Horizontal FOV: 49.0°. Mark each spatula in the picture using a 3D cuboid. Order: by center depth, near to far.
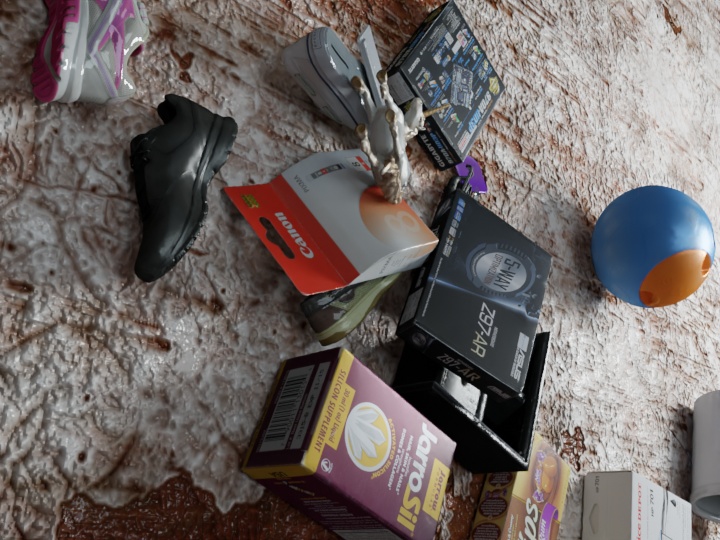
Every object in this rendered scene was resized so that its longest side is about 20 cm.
[{"bbox_3d":[0.163,-0.072,1.131,0.056,0.020,0.205,5,76,-38],"label":"spatula"}]

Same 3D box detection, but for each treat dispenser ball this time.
[{"bbox_3d":[0.487,-0.040,1.324,0.198,0.199,0.206,15,68,-41],"label":"treat dispenser ball"}]

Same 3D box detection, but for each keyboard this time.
[{"bbox_3d":[0.032,-0.202,0.995,0.057,0.010,0.203,-75,151,-57],"label":"keyboard"}]

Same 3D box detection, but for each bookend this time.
[{"bbox_3d":[0.141,0.119,1.004,0.198,0.091,0.203,42,51,-29],"label":"bookend"}]

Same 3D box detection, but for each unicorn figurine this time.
[{"bbox_3d":[0.036,-0.162,0.917,0.138,0.072,0.204,58,40,-52],"label":"unicorn figurine"}]

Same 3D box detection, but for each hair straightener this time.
[{"bbox_3d":[0.126,-0.069,1.051,0.041,0.077,0.202,37,54,-16],"label":"hair straightener"}]

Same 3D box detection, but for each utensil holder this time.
[{"bbox_3d":[0.694,0.343,1.450,0.169,0.168,0.204,36,54,-32],"label":"utensil holder"}]

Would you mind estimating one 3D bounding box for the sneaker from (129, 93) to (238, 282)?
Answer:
[{"bbox_3d":[-0.186,-0.082,0.755,0.090,0.076,0.203,29,52,-25],"label":"sneaker"}]

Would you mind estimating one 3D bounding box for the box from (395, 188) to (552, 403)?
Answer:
[{"bbox_3d":[0.139,0.027,0.936,0.159,0.043,0.203,33,56,-16],"label":"box"}]

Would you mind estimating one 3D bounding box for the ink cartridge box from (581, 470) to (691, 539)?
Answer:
[{"bbox_3d":[0.431,0.410,1.223,0.198,0.085,0.150,32,58,-37],"label":"ink cartridge box"}]

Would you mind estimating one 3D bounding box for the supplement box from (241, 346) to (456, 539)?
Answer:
[{"bbox_3d":[-0.006,0.194,0.826,0.200,0.102,0.133,42,51,-30],"label":"supplement box"}]

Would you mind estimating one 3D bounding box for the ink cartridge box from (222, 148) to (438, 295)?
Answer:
[{"bbox_3d":[-0.028,-0.062,0.864,0.198,0.050,0.163,-11,55,-49],"label":"ink cartridge box"}]

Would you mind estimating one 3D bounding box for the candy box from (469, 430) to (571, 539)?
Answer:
[{"bbox_3d":[0.210,0.322,1.044,0.117,0.056,0.202,45,50,-27],"label":"candy box"}]

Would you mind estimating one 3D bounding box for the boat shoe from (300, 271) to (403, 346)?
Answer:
[{"bbox_3d":[-0.001,0.001,0.908,0.067,0.071,0.202,54,46,-18],"label":"boat shoe"}]

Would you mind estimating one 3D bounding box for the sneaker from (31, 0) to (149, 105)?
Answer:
[{"bbox_3d":[-0.242,-0.240,0.734,0.087,0.080,0.205,15,76,-43],"label":"sneaker"}]

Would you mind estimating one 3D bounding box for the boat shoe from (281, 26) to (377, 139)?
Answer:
[{"bbox_3d":[-0.027,-0.219,0.949,0.200,0.065,0.075,46,41,-55],"label":"boat shoe"}]

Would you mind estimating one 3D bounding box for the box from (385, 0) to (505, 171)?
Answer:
[{"bbox_3d":[0.123,-0.267,1.128,0.160,0.045,0.201,51,48,-23],"label":"box"}]
